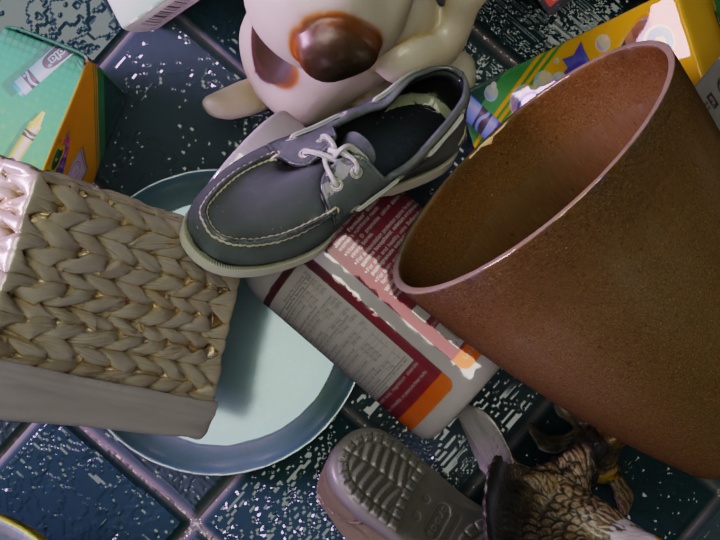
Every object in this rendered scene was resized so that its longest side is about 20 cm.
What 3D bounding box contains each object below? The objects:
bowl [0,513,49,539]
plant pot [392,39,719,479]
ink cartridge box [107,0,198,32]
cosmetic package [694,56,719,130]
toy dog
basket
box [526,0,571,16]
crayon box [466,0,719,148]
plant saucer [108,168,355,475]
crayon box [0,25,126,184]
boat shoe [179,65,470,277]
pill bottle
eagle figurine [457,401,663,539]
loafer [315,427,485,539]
[{"bbox_3d":[-0.244,0.242,0.842,0.199,0.108,0.201,0,86,2],"label":"bowl"},{"bbox_3d":[0.152,0.012,0.730,0.186,0.186,0.200,-45,106,-2],"label":"plant pot"},{"bbox_3d":[-0.128,-0.282,0.878,0.161,0.050,0.200,-29,88,23],"label":"ink cartridge box"},{"bbox_3d":[0.271,-0.039,0.717,0.101,0.071,0.200,-27,78,-14],"label":"cosmetic package"},{"bbox_3d":[-0.018,-0.165,0.818,0.193,0.200,0.140,-17,85,0],"label":"toy dog"},{"bbox_3d":[-0.170,0.010,0.735,0.135,0.200,0.124,17,90,32],"label":"basket"},{"bbox_3d":[0.057,-0.252,0.820,0.038,0.137,0.200,-38,109,7],"label":"box"},{"bbox_3d":[0.164,-0.086,0.823,0.200,0.051,0.126,-22,81,39],"label":"crayon box"},{"bbox_3d":[-0.094,0.034,0.893,0.199,0.027,0.201,0,85,2],"label":"plant saucer"},{"bbox_3d":[-0.221,-0.042,0.855,0.058,0.119,0.201,22,87,3],"label":"crayon box"},{"bbox_3d":[-0.015,-0.062,0.749,0.200,0.062,0.073,-28,69,-33],"label":"boat shoe"},{"bbox_3d":[0.000,0.000,0.825,0.200,0.110,0.110,41,88,3],"label":"pill bottle"},{"bbox_3d":[0.115,0.167,0.774,0.152,0.151,0.200,43,53,-17],"label":"eagle figurine"},{"bbox_3d":[0.049,0.180,0.866,0.200,0.070,0.075,47,57,-6],"label":"loafer"}]
